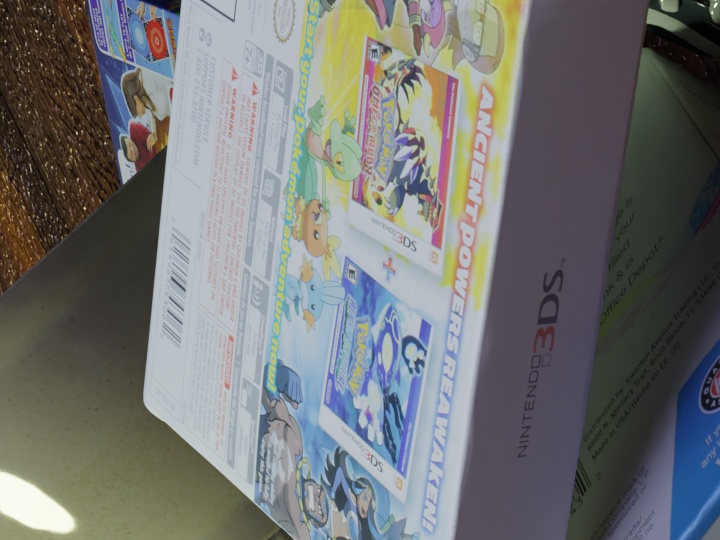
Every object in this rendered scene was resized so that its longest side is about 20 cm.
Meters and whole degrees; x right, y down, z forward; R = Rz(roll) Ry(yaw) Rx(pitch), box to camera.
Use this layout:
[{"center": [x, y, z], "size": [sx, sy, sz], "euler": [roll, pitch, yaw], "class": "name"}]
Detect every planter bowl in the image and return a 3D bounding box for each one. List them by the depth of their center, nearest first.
[{"center": [-0.079, 0.047, 1.036], "size": [0.135, 0.200, 0.200], "euler": [47, 155, -4], "class": "planter bowl"}]

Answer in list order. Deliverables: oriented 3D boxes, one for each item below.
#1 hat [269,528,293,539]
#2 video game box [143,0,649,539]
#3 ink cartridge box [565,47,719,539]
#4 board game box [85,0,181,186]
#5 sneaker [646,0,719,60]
[{"center": [-0.030, 0.079, 1.156], "size": [0.081, 0.199, 0.202], "euler": [-71, -22, -62], "class": "hat"}, {"center": [0.003, -0.019, 0.761], "size": [0.182, 0.047, 0.201], "euler": [39, 127, 54], "class": "video game box"}, {"center": [0.098, 0.044, 0.807], "size": [0.145, 0.084, 0.200], "euler": [-55, 25, 18], "class": "ink cartridge box"}, {"center": [-0.081, -0.045, 1.341], "size": [0.135, 0.034, 0.201], "euler": [27, 130, 58], "class": "board game box"}, {"center": [0.073, -0.102, 0.812], "size": [0.199, 0.129, 0.080], "euler": [34, 122, 19], "class": "sneaker"}]
